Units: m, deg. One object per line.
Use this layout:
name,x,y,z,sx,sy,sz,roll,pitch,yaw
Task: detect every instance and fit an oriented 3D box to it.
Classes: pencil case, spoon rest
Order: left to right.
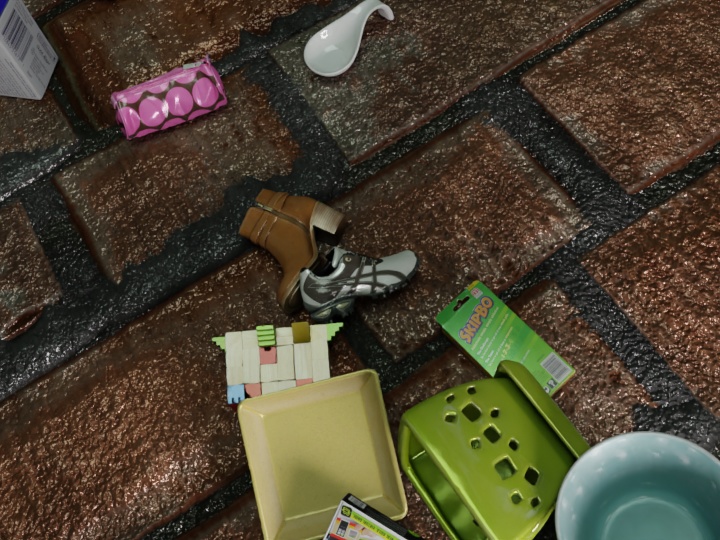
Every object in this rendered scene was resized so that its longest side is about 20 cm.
pencil case,-0.339,-0.305,1.384,0.197,0.094,0.092,-24,63,-5
spoon rest,-0.021,-0.428,1.429,0.099,0.061,0.200,38,72,22

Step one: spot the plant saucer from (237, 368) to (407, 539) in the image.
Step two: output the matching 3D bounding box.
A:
plant saucer,-0.051,0.253,1.072,0.196,0.048,0.204,-13,85,-1

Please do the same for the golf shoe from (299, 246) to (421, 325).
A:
golf shoe,0.000,0.000,1.177,0.198,0.077,0.096,-26,104,-21

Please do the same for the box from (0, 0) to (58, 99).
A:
box,-0.686,-0.415,1.425,0.196,0.185,0.107,8,65,10

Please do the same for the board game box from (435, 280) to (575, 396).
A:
board game box,0.208,0.111,1.154,0.095,0.030,0.200,-39,69,-14

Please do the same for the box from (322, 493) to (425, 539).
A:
box,0.042,0.385,0.999,0.197,0.035,0.112,27,97,14

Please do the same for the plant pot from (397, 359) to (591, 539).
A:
plant pot,0.174,0.245,1.002,0.180,0.200,0.201,-30,63,-16

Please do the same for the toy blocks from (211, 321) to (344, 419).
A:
toy blocks,-0.116,0.156,1.139,0.195,0.100,0.140,-5,75,0

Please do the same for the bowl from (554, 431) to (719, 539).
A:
bowl,0.320,0.292,0.864,0.197,0.106,0.204,-12,52,15

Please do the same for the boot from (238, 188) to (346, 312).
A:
boot,-0.127,-0.040,1.236,0.153,0.077,0.202,19,65,14
